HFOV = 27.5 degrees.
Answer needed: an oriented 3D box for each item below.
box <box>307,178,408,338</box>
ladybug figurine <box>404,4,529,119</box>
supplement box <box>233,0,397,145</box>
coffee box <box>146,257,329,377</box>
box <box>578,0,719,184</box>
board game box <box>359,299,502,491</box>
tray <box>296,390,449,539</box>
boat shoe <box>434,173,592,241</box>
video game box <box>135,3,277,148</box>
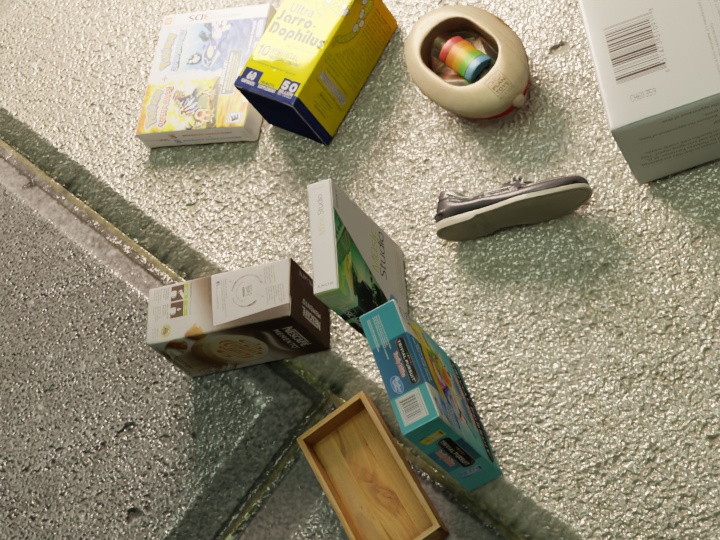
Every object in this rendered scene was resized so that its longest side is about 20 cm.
[{"bbox_3d":[0.000,0.000,1.728,0.036,0.200,0.145,-17,60,22],"label":"box"},{"bbox_3d":[0.141,-0.256,1.861,0.136,0.072,0.200,-43,54,1],"label":"ladybug figurine"},{"bbox_3d":[-0.058,-0.288,1.954,0.108,0.110,0.201,22,77,33],"label":"supplement box"},{"bbox_3d":[-0.151,0.061,1.826,0.199,0.114,0.080,-13,60,21],"label":"coffee box"},{"bbox_3d":[0.377,-0.238,1.697,0.199,0.131,0.200,-18,59,17],"label":"box"},{"bbox_3d":[0.080,0.140,1.618,0.047,0.200,0.152,-28,57,12],"label":"board game box"},{"bbox_3d":[0.013,0.248,1.700,0.098,0.037,0.200,-36,56,6],"label":"tray"},{"bbox_3d":[0.179,-0.090,1.761,0.199,0.073,0.063,-15,63,25],"label":"boat shoe"},{"bbox_3d":[-0.212,-0.273,2.065,0.181,0.047,0.201,-3,65,28],"label":"video game box"}]
